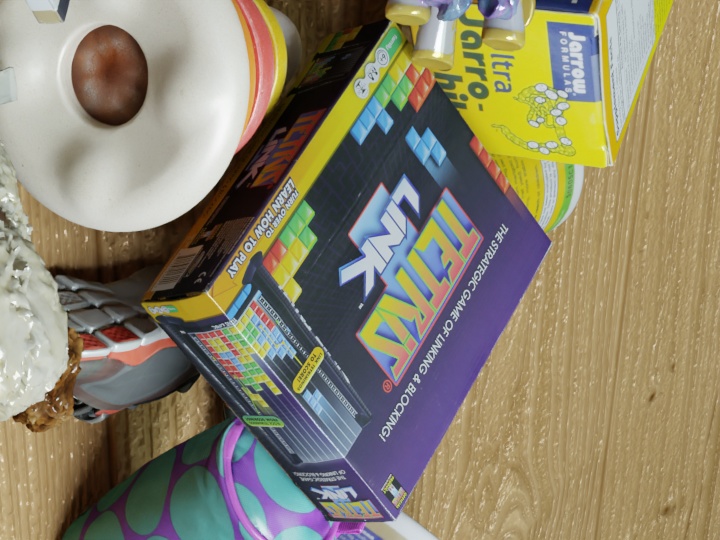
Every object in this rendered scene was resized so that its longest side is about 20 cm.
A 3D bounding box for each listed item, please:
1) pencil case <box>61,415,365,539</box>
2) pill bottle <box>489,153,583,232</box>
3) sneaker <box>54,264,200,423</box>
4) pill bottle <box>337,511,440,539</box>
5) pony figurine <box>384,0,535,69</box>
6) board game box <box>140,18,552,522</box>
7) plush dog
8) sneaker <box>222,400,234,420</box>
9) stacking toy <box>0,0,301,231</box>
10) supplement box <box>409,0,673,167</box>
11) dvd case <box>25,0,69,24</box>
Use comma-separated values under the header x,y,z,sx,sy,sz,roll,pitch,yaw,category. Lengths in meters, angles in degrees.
x,y,z,sx,sy,sz,roll,pitch,yaw,category
-0.085,0.142,1.111,0.092,0.200,0.085,37,52,-15,pencil case
0.029,-0.044,1.182,0.199,0.111,0.112,-25,132,-40,pill bottle
-0.144,0.052,1.071,0.199,0.077,0.082,-4,124,-49,sneaker
-0.027,0.246,1.312,0.200,0.119,0.120,-53,144,-9,pill bottle
0.056,-0.210,0.965,0.193,0.165,0.201,33,65,-79,pony figurine
0.000,0.000,1.033,0.166,0.057,0.200,50,53,-26,board game box
-0.185,-0.007,0.858,0.160,0.172,0.200,-44,150,20,plush dog
-0.007,0.054,1.242,0.200,0.080,0.087,-30,125,-44,sneaker
-0.082,-0.102,1.013,0.200,0.145,0.147,-17,129,-64,stacking toy
0.111,-0.169,1.139,0.109,0.109,0.201,77,28,-44,supplement box
-0.151,-0.222,0.834,0.200,0.016,0.150,65,27,-54,dvd case
